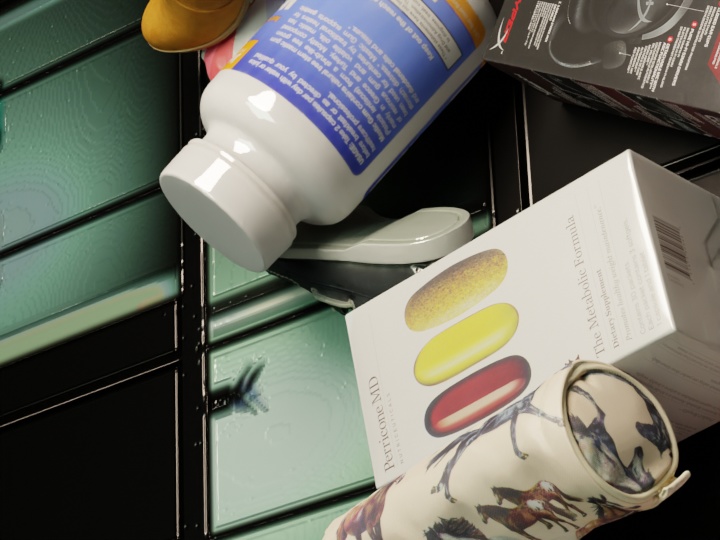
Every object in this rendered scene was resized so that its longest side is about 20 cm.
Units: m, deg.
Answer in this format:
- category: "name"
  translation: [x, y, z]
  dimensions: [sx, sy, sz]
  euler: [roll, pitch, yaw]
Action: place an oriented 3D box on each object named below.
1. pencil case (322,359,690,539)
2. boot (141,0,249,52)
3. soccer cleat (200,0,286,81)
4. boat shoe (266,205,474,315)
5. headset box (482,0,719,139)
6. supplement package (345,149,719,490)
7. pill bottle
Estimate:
- category: "pencil case"
  translation: [0.072, 0.123, 1.390]
  dimensions: [0.200, 0.089, 0.078]
  euler: [-37, 8, 36]
- category: "boot"
  translation: [-0.118, -0.201, 1.655]
  dimensions: [0.201, 0.144, 0.071]
  euler: [-21, 56, 48]
- category: "soccer cleat"
  translation: [-0.022, -0.178, 1.702]
  dimensions: [0.076, 0.067, 0.200]
  euler: [46, 108, 32]
- category: "boat shoe"
  translation: [0.000, 0.000, 1.603]
  dimensions: [0.200, 0.076, 0.060]
  euler: [8, 119, 59]
- category: "headset box"
  translation: [0.182, -0.154, 1.491]
  dimensions: [0.200, 0.077, 0.149]
  euler: [17, 85, 44]
- category: "supplement package"
  translation: [0.106, 0.043, 1.458]
  dimensions: [0.200, 0.109, 0.114]
  euler: [-31, 54, 30]
- category: "pill bottle"
  translation: [-0.021, -0.098, 1.584]
  dimensions: [0.200, 0.112, 0.112]
  euler: [-47, 43, -16]
